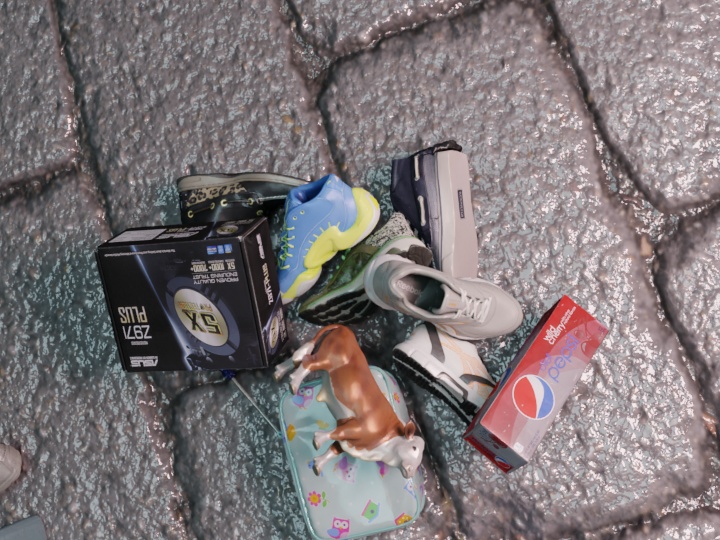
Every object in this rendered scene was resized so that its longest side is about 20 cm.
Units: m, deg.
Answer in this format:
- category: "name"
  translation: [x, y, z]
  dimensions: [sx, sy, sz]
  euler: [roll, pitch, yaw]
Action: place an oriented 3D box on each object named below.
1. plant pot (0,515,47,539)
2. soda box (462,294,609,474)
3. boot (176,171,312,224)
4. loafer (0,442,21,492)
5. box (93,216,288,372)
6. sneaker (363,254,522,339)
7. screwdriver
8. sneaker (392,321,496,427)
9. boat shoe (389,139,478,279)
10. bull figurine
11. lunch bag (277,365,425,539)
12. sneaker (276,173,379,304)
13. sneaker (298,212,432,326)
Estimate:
- category: "plant pot"
  translation: [-0.512, 0.443, 1.026]
  dimensions: [0.194, 0.200, 0.198]
  euler: [-21, 78, 8]
- category: "soda box"
  translation: [0.199, 0.126, 0.936]
  dimensions: [0.070, 0.064, 0.200]
  euler: [38, 62, 6]
- category: "boot"
  translation: [-0.150, -0.047, 1.080]
  dimensions: [0.200, 0.073, 0.156]
  euler: [1, 86, 17]
- category: "loafer"
  translation: [-0.547, 0.304, 1.111]
  dimensions: [0.200, 0.070, 0.070]
  euler: [-45, 40, 0]
- category: "box"
  translation: [-0.204, 0.031, 1.013]
  dimensions: [0.197, 0.086, 0.166]
  euler: [-3, 109, 15]
- category: "sneaker"
  translation: [0.104, 0.039, 0.938]
  dimensions: [0.197, 0.092, 0.077]
  euler: [14, 92, -17]
- category: "screwdriver"
  translation: [-0.154, 0.150, 1.072]
  dimensions: [0.200, 0.028, 0.029]
  euler: [42, 121, 18]
- category: "sneaker"
  translation: [0.136, 0.134, 0.992]
  dimensions: [0.199, 0.074, 0.080]
  euler: [41, 63, 4]
- category: "boat shoe"
  translation: [0.090, -0.056, 1.036]
  dimensions: [0.092, 0.074, 0.204]
  euler: [-4, 87, 35]
- category: "bull figurine"
  translation: [-0.013, 0.158, 0.935]
  dimensions: [0.120, 0.065, 0.202]
  euler: [-18, 64, -25]
- category: "lunch bag"
  translation: [-0.014, 0.220, 1.010]
  dimensions: [0.158, 0.077, 0.203]
  euler: [-17, 79, 11]
- category: "sneaker"
  translation: [-0.074, -0.046, 1.030]
  dimensions: [0.200, 0.076, 0.105]
  euler: [-41, 115, 17]
- category: "sneaker"
  translation: [0.000, 0.000, 1.039]
  dimensions: [0.199, 0.077, 0.089]
  euler: [-33, 48, 23]
